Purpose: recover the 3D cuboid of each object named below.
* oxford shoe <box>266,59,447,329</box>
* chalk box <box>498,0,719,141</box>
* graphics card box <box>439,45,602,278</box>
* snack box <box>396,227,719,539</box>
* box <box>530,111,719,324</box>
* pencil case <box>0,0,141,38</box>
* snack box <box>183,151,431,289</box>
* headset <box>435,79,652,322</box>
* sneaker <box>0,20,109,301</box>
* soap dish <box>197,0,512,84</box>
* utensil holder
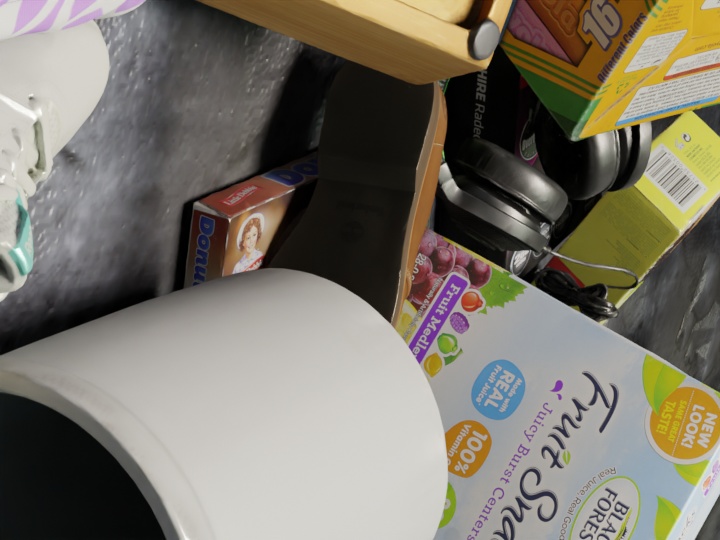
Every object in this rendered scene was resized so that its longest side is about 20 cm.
[{"bbox_3d":[0.000,0.000,0.910,0.201,0.071,0.071,-69,159,-6],"label":"oxford shoe"},{"bbox_3d":[0.112,-0.183,0.932,0.124,0.201,0.124,-15,150,-36],"label":"chalk box"},{"bbox_3d":[0.097,-0.102,1.099,0.125,0.051,0.201,-39,141,-47],"label":"graphics card box"},{"bbox_3d":[0.073,0.097,0.996,0.170,0.199,0.068,-60,159,-2],"label":"snack box"},{"bbox_3d":[0.147,-0.009,1.152,0.075,0.050,0.200,-42,172,-32],"label":"box"},{"bbox_3d":[-0.138,-0.103,0.596,0.200,0.085,0.085,-29,134,-54],"label":"pencil case"},{"bbox_3d":[-0.020,-0.022,0.960,0.200,0.024,0.072,-28,133,-54],"label":"snack box"},{"bbox_3d":[0.090,-0.056,1.026,0.123,0.094,0.201,-35,118,-14],"label":"headset"},{"bbox_3d":[-0.136,-0.024,0.667,0.200,0.088,0.076,-44,143,-41],"label":"sneaker"},{"bbox_3d":[-0.005,-0.168,0.768,0.199,0.081,0.159,15,97,-45],"label":"soap dish"},{"bbox_3d":[-0.076,0.097,0.778,0.200,0.169,0.171,-21,127,-58],"label":"utensil holder"}]
